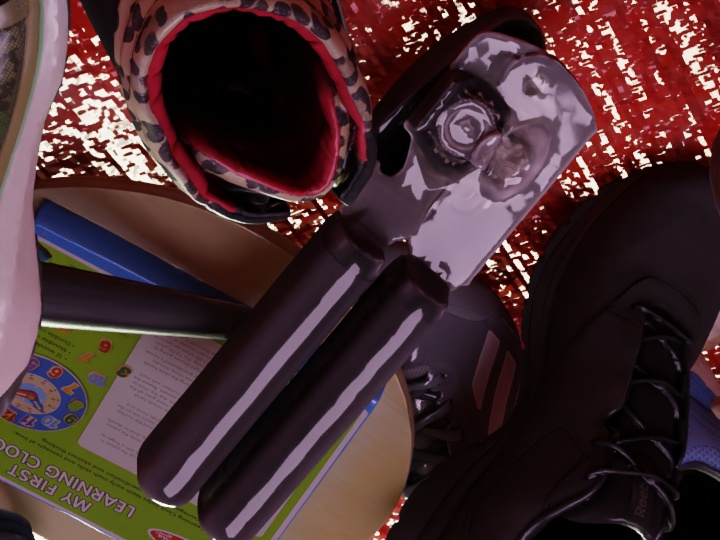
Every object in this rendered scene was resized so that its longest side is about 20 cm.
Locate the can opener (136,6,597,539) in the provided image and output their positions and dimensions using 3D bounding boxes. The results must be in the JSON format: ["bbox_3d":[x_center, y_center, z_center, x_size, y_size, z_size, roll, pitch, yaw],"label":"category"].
[{"bbox_3d":[0.000,0.000,0.789,0.053,0.067,0.200,35,105,-20],"label":"can opener"}]

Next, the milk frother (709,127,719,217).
[{"bbox_3d":[0.134,-0.086,0.715,0.200,0.180,0.189,34,144,17],"label":"milk frother"}]

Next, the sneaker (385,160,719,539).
[{"bbox_3d":[0.088,0.056,0.843,0.076,0.091,0.201,28,88,-28],"label":"sneaker"}]

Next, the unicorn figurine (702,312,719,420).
[{"bbox_3d":[0.196,0.017,0.900,0.199,0.074,0.137,8,142,-44],"label":"unicorn figurine"}]

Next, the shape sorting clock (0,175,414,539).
[{"bbox_3d":[-0.077,0.044,0.871,0.199,0.039,0.201,7,128,9],"label":"shape sorting clock"}]

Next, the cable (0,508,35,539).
[{"bbox_3d":[-0.199,0.088,0.854,0.199,0.050,0.097,-3,136,-43],"label":"cable"}]

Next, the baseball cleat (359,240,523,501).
[{"bbox_3d":[0.036,0.072,0.902,0.069,0.107,0.200,-11,142,23],"label":"baseball cleat"}]

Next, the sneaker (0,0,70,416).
[{"bbox_3d":[-0.137,-0.040,0.661,0.088,0.077,0.201,-19,120,-45],"label":"sneaker"}]

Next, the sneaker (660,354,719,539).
[{"bbox_3d":[0.154,0.098,0.970,0.199,0.090,0.078,23,135,-33],"label":"sneaker"}]

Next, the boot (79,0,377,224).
[{"bbox_3d":[-0.036,-0.059,0.675,0.073,0.154,0.204,-25,140,2],"label":"boot"}]

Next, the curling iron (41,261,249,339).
[{"bbox_3d":[-0.129,0.008,0.767,0.199,0.026,0.050,2,155,-27],"label":"curling iron"}]

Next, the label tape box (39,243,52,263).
[{"bbox_3d":[-0.224,-0.020,0.770,0.199,0.063,0.144,-26,140,11],"label":"label tape box"}]
